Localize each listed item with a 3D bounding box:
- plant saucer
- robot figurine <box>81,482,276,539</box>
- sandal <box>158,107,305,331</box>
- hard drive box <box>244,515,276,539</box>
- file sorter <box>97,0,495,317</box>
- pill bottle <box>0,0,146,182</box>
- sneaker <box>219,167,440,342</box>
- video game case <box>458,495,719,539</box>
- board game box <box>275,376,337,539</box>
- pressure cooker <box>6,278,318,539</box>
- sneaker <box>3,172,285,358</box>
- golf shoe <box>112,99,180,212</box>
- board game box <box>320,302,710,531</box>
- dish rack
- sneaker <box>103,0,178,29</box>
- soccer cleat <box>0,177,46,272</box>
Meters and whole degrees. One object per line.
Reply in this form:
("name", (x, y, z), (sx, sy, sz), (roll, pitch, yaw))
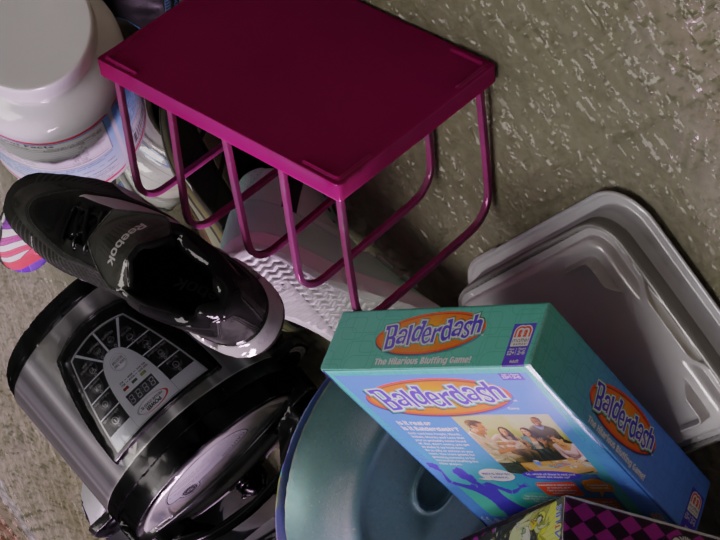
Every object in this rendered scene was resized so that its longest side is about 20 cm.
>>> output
("plant saucer", (0.037, 0.130, 1.425), (0.036, 0.200, 0.200), (21, 137, 42))
("robot figurine", (-0.133, 0.205, 1.787), (0.200, 0.125, 0.150), (41, 147, 16))
("sandal", (-0.090, -0.044, 1.529), (0.057, 0.080, 0.201), (3, 125, 47))
("hard drive box", (0.005, 0.214, 1.594), (0.200, 0.156, 0.077), (-4, 117, 52))
("file sorter", (-0.035, -0.079, 1.371), (0.200, 0.139, 0.126), (29, 143, 33))
("pill bottle", (-0.200, -0.124, 1.435), (0.109, 0.109, 0.200), (46, 171, 10))
("sneaker", (0.000, 0.000, 1.484), (0.200, 0.118, 0.074), (30, 123, -21))
("video game case", (0.164, 0.195, 1.376), (0.200, 0.036, 0.181), (17, 155, -21))
("board game box", (0.008, 0.127, 1.451), (0.039, 0.158, 0.200), (21, 173, 44))
("pressure cooker", (-0.136, 0.097, 1.637), (0.200, 0.178, 0.176), (48, 137, 14))
("sneaker", (-0.142, -0.014, 1.377), (0.200, 0.067, 0.090), (28, 175, 18))
("golf shoe", (-0.173, -0.138, 1.575), (0.097, 0.078, 0.200), (-35, 93, 34))
("board game box", (0.094, 0.092, 1.326), (0.152, 0.045, 0.200), (-2, 145, 39))
("dish rack", (0.144, 0.051, 1.363), (0.172, 0.044, 0.200), (54, 147, -3))
("sneaker", (-0.207, -0.196, 1.514), (0.200, 0.073, 0.082), (8, 127, 37))
("soccer cleat", (-0.233, -0.044, 1.730), (0.073, 0.068, 0.200), (42, 145, 8))
